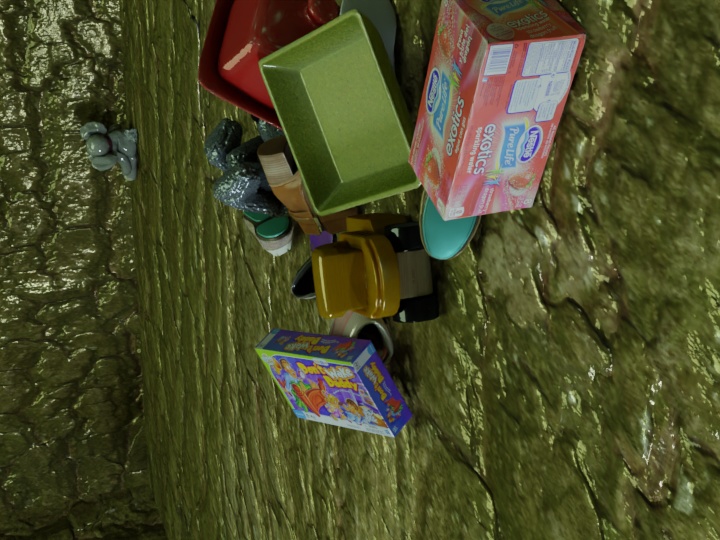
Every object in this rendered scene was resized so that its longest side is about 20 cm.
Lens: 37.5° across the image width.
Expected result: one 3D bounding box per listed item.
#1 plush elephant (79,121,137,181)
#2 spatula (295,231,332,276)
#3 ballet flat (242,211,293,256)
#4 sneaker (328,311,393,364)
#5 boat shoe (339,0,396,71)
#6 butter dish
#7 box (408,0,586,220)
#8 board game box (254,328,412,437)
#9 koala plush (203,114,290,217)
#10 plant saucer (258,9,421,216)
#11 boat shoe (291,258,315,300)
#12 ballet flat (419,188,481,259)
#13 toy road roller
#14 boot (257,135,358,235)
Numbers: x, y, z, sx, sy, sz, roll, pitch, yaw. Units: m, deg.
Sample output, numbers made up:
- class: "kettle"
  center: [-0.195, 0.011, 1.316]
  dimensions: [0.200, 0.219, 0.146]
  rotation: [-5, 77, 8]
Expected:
- class: "plush elephant"
  center: [-0.748, -0.362, 3.152]
  dimensions: [0.200, 0.155, 0.165]
  rotation: [133, 126, -65]
- class: "spatula"
  center: [-0.077, -0.022, 1.688]
  dimensions: [0.200, 0.021, 0.057]
  rotation: [121, 142, -62]
- class: "ballet flat"
  center: [-0.150, -0.064, 1.829]
  dimensions: [0.067, 0.068, 0.200]
  rotation: [68, 171, -24]
- class: "sneaker"
  center: [-0.006, 0.127, 1.480]
  dimensions: [0.105, 0.075, 0.200]
  rotation: [-120, 33, -55]
- class: "boat shoe"
  center: [0.012, -0.249, 1.296]
  dimensions: [0.070, 0.071, 0.200]
  rotation: [150, 109, -75]
- class: "butter dish"
  center: [-0.078, -0.288, 1.325]
  dimensions: [0.148, 0.200, 0.200]
  rotation: [-38, 35, 46]
- class: "box"
  center: [0.122, -0.156, 0.990]
  dimensions: [0.200, 0.102, 0.095]
  rotation: [100, 153, -43]
- class: "board game box"
  center: [-0.039, 0.150, 1.446]
  dimensions: [0.200, 0.045, 0.135]
  rotation: [3, 130, 47]
- class: "koala plush"
  center: [-0.106, -0.196, 1.549]
  dimensions: [0.200, 0.184, 0.177]
  rotation: [-62, 30, 26]
- class: "plant saucer"
  center: [-0.012, -0.177, 1.207]
  dimensions: [0.200, 0.048, 0.200]
  rotation: [-12, 101, 52]
- class: "boat shoe"
  center: [-0.054, 0.007, 1.589]
  dimensions: [0.200, 0.057, 0.067]
  rotation: [135, 123, -66]
- class: "ballet flat"
  center: [0.104, -0.108, 1.139]
  dimensions: [0.063, 0.069, 0.200]
  rotation: [-78, -4, -59]
- class: "toy road roller"
  center: [0.000, 0.000, 1.312]
  dimensions: [0.200, 0.146, 0.123]
  rotation: [-165, 68, -68]
- class: "boot"
  center: [-0.031, -0.113, 1.434]
  dimensions: [0.155, 0.200, 0.077]
  rotation: [62, -147, -37]
